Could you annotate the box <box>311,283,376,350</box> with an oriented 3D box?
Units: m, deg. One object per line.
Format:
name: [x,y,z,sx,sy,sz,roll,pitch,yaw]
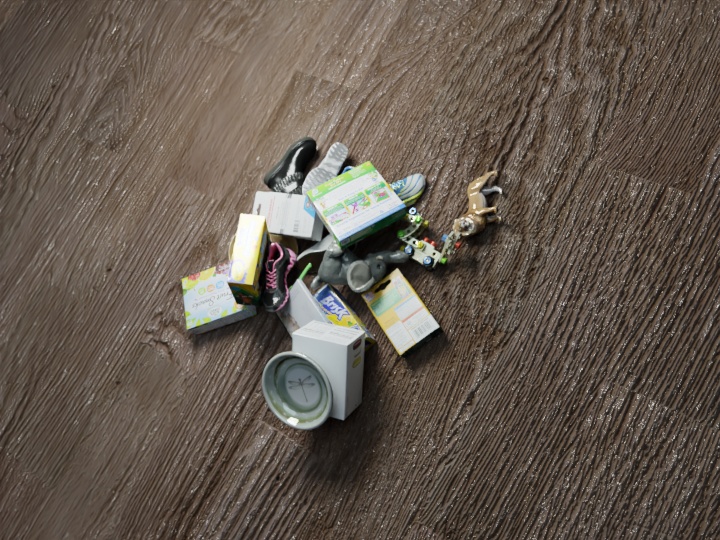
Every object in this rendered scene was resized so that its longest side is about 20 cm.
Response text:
box: [-0.046,0.130,1.661,0.064,0.070,0.200,-42,63,6]

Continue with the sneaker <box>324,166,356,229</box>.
sneaker: [-0.056,-0.211,1.779,0.074,0.082,0.201,21,81,23]

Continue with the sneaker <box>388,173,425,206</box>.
sneaker: [0.090,-0.209,1.711,0.200,0.105,0.076,-40,63,4]

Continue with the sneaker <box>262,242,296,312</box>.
sneaker: [-0.238,0.013,1.698,0.079,0.095,0.201,-2,63,18]

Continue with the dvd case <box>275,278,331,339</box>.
dvd case: [-0.152,0.143,1.688,0.200,0.018,0.143,53,124,26]

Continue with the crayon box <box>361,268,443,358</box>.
crayon box: [0.108,0.111,1.623,0.126,0.052,0.200,-36,64,5]

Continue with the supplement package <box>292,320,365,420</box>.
supplement package: [-0.082,0.249,1.565,0.155,0.111,0.201,9,107,23]

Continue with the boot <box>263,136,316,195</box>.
boot: [-0.175,-0.281,1.848,0.211,0.079,0.158,-47,60,5]

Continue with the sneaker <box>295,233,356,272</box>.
sneaker: [-0.093,-0.059,1.760,0.199,0.073,0.085,-22,30,21]

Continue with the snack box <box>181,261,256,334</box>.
snack box: [-0.416,0.077,1.818,0.199,0.068,0.169,-19,64,14]

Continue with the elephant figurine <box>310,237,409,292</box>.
elephant figurine: [0.000,0.000,1.633,0.199,0.155,0.142,27,40,4]

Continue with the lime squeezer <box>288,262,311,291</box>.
lime squeezer: [-0.217,0.049,1.764,0.199,0.038,0.071,-25,82,23]

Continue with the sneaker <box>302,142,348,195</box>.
sneaker: [-0.100,-0.276,1.810,0.075,0.082,0.200,35,69,2]

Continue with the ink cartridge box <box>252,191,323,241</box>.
ink cartridge box: [-0.203,-0.155,1.750,0.199,0.067,0.116,9,88,23]

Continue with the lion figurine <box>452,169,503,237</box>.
lion figurine: [0.313,-0.179,1.648,0.122,0.072,0.201,-8,54,31]

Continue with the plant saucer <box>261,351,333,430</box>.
plant saucer: [-0.146,0.288,1.514,0.199,0.050,0.201,7,105,26]

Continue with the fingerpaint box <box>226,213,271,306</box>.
fingerpaint box: [-0.297,-0.025,1.681,0.073,0.167,0.201,6,66,1]

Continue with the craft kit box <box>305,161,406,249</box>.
craft kit box: [-0.013,-0.175,1.630,0.199,0.049,0.198,-27,60,-10]

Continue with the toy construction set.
toy construction set: [0.179,-0.080,1.648,0.200,0.092,0.131,29,83,37]

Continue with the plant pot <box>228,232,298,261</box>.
plant pot: [-0.280,-0.053,1.799,0.199,0.028,0.201,0,66,-1]
